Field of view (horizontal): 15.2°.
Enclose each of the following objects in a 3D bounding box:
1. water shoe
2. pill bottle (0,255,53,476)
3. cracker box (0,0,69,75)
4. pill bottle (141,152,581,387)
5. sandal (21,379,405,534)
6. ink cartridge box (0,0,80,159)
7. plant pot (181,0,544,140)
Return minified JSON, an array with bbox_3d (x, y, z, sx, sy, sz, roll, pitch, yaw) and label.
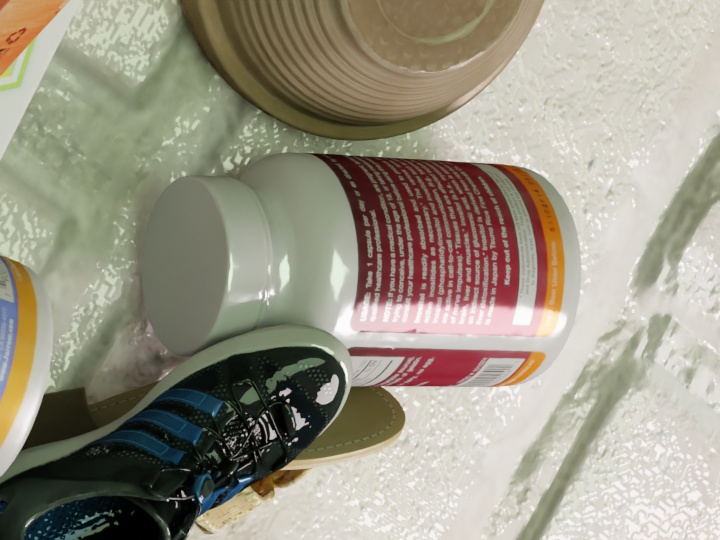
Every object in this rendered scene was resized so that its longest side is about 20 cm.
[{"bbox_3d":[-0.084,0.097,1.220,0.199,0.079,0.072,-28,124,-7],"label":"water shoe"},{"bbox_3d":[-0.243,0.023,1.162,0.199,0.112,0.113,19,86,-33],"label":"pill bottle"},{"bbox_3d":[-0.183,-0.193,1.110,0.200,0.134,0.058,53,28,10],"label":"cracker box"},{"bbox_3d":[0.000,0.000,1.318,0.199,0.113,0.114,2,95,-33],"label":"pill bottle"},{"bbox_3d":[-0.085,0.096,1.316,0.210,0.078,0.070,-5,130,-26],"label":"sandal"},{"bbox_3d":[-0.197,-0.106,1.207,0.104,0.059,0.201,33,78,-32],"label":"ink cartridge box"},{"bbox_3d":[0.019,-0.152,1.298,0.200,0.093,0.202,-9,113,-22],"label":"plant pot"}]
